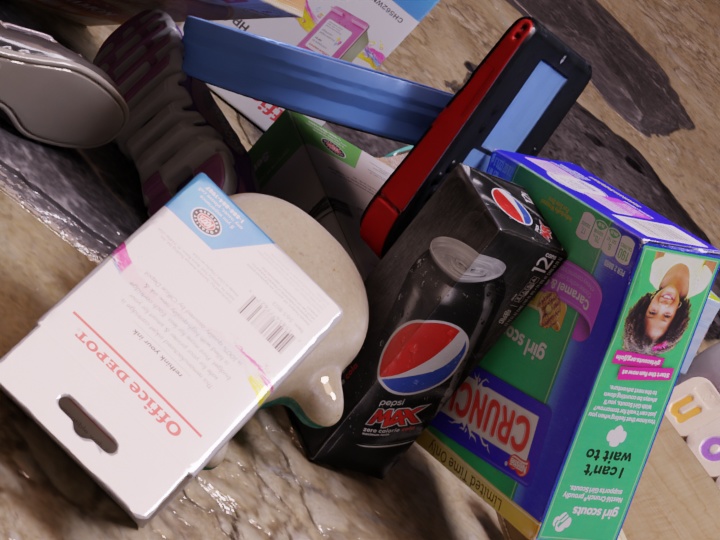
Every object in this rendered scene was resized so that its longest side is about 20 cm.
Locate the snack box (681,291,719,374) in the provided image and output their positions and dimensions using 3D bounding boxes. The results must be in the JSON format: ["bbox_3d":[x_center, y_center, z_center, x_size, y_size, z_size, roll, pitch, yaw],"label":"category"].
[{"bbox_3d":[0.149,-0.013,1.733,0.168,0.068,0.200,21,15,-22],"label":"snack box"}]

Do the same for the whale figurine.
[{"bbox_3d":[-0.081,0.045,1.408,0.159,0.104,0.200,42,43,-6],"label":"whale figurine"}]

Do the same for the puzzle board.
[{"bbox_3d":[0.191,0.177,1.667,0.150,0.017,0.200,-16,53,-27],"label":"puzzle board"}]

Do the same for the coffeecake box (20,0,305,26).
[{"bbox_3d":[-0.157,-0.224,1.632,0.153,0.199,0.074,17,77,-54],"label":"coffeecake box"}]

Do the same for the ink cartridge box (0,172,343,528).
[{"bbox_3d":[-0.112,0.052,1.267,0.115,0.068,0.200,44,46,0],"label":"ink cartridge box"}]

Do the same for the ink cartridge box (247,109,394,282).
[{"bbox_3d":[0.000,0.000,1.649,0.146,0.084,0.201,30,24,-36],"label":"ink cartridge box"}]

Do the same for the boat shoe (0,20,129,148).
[{"bbox_3d":[-0.227,-0.133,1.488,0.199,0.067,0.057,18,36,-46],"label":"boat shoe"}]

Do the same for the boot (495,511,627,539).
[{"bbox_3d":[0.110,0.191,1.501,0.155,0.073,0.201,21,32,-47],"label":"boot"}]

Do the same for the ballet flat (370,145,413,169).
[{"bbox_3d":[0.015,-0.058,1.860,0.200,0.068,0.068,-15,80,-62],"label":"ballet flat"}]

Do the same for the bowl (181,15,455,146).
[{"bbox_3d":[-0.023,-0.121,1.554,0.199,0.040,0.201,16,5,-2],"label":"bowl"}]

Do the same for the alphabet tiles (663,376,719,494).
[{"bbox_3d":[0.261,0.171,1.707,0.200,0.195,0.015,56,-12,31],"label":"alphabet tiles"}]

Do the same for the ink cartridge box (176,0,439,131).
[{"bbox_3d":[-0.040,-0.212,1.840,0.144,0.200,0.085,37,24,-18],"label":"ink cartridge box"}]

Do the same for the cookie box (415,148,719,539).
[{"bbox_3d":[0.122,0.048,1.489,0.075,0.201,0.171,9,16,-34],"label":"cookie box"}]

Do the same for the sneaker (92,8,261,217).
[{"bbox_3d":[-0.120,-0.091,1.619,0.088,0.080,0.201,32,26,-50],"label":"sneaker"}]

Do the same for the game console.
[{"bbox_3d":[0.080,-0.076,1.540,0.031,0.177,0.200,41,8,14],"label":"game console"}]

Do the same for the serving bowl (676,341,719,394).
[{"bbox_3d":[0.290,0.155,1.818,0.065,0.201,0.201,-14,53,-27],"label":"serving bowl"}]

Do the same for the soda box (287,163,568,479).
[{"bbox_3d":[0.037,0.034,1.469,0.063,0.200,0.071,19,29,-38],"label":"soda box"}]
